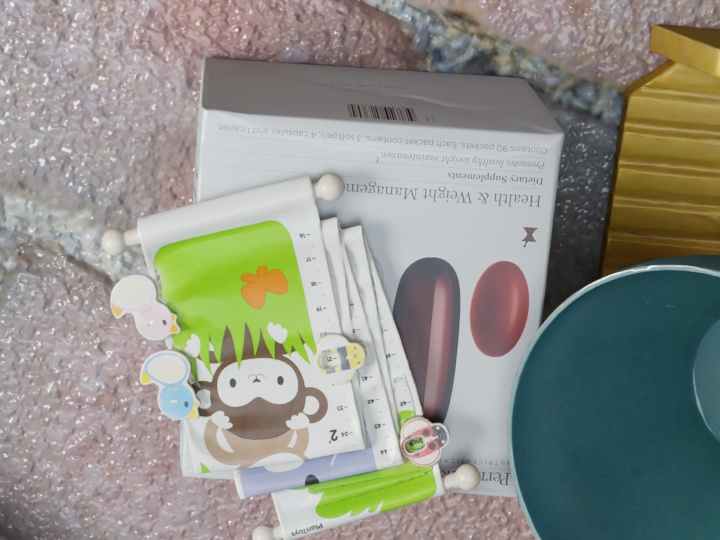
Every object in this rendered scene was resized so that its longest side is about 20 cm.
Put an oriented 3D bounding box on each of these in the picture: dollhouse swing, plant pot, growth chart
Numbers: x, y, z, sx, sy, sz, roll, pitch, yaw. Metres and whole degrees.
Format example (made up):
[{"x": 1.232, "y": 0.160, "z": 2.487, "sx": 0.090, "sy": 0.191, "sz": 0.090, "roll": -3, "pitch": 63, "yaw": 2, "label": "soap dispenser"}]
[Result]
[{"x": 0.240, "y": -0.012, "z": 1.045, "sx": 0.180, "sy": 0.176, "sz": 0.202, "roll": 5, "pitch": 109, "yaw": -5, "label": "dollhouse swing"}, {"x": 0.194, "y": 0.080, "z": 0.989, "sx": 0.198, "sy": 0.134, "sz": 0.202, "roll": 10, "pitch": 109, "yaw": 30, "label": "plant pot"}, {"x": -0.039, "y": 0.049, "z": 0.977, "sx": 0.144, "sy": 0.018, "sz": 0.202, "roll": -22, "pitch": 106, "yaw": 5, "label": "growth chart"}]

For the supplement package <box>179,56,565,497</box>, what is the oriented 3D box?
[{"x": 0.000, "y": 0.000, "z": 1.050, "sx": 0.189, "sy": 0.147, "sz": 0.202, "roll": 3, "pitch": 107, "yaw": -4, "label": "supplement package"}]
